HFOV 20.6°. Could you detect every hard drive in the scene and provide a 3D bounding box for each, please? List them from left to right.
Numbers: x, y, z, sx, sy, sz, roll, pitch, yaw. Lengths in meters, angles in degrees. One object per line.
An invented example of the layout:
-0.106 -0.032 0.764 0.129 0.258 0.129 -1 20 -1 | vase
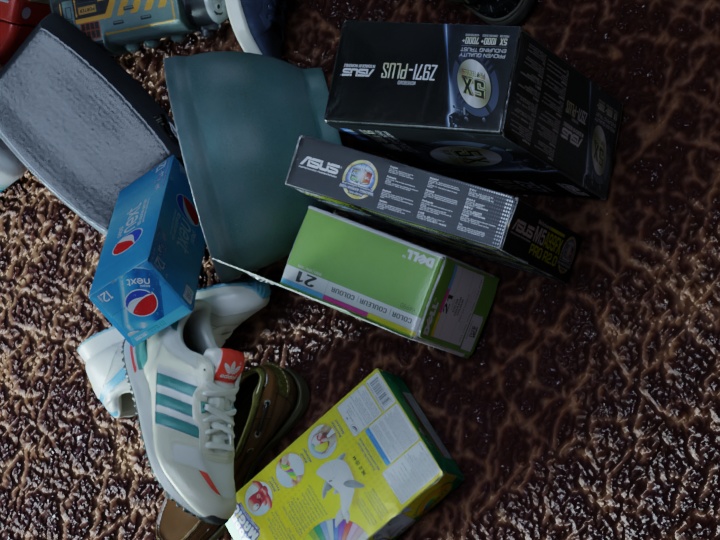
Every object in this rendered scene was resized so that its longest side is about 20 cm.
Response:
-0.263 -0.133 1.863 0.200 0.042 0.135 44 103 8 | hard drive

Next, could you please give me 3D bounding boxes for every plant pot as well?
-0.081 -0.102 1.710 0.133 0.200 0.201 -14 69 0 | plant pot

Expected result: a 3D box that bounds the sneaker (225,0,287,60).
-0.080 -0.277 1.808 0.084 0.075 0.201 -13 79 11 | sneaker

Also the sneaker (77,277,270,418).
-0.158 0.066 1.779 0.199 0.076 0.081 -27 81 26 | sneaker

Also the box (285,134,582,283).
0.061 -0.048 1.599 0.199 0.160 0.044 18 87 27 | box

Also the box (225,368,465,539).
-0.019 0.192 1.672 0.200 0.048 0.118 -41 61 15 | box

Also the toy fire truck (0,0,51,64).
-0.397 -0.234 1.973 0.175 0.128 0.201 20 101 33 | toy fire truck

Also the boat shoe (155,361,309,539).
-0.129 0.163 1.733 0.072 0.068 0.201 37 99 32 | boat shoe

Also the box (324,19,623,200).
0.094 -0.126 1.585 0.163 0.200 0.087 7 81 32 | box

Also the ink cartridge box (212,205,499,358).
0.000 0.000 1.613 0.147 0.200 0.076 22 90 33 | ink cartridge box

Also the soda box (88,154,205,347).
-0.182 -0.020 1.744 0.068 0.064 0.200 -31 23 18 | soda box

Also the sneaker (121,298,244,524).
-0.135 0.113 1.667 0.093 0.070 0.200 -38 55 24 | sneaker

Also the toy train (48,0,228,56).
-0.210 -0.267 1.878 0.199 0.085 0.115 -7 96 27 | toy train

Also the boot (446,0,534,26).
0.042 -0.288 1.682 0.203 0.154 0.074 37 98 32 | boot

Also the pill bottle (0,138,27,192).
-0.430 -0.090 1.954 0.200 0.111 0.111 -35 63 20 | pill bottle
